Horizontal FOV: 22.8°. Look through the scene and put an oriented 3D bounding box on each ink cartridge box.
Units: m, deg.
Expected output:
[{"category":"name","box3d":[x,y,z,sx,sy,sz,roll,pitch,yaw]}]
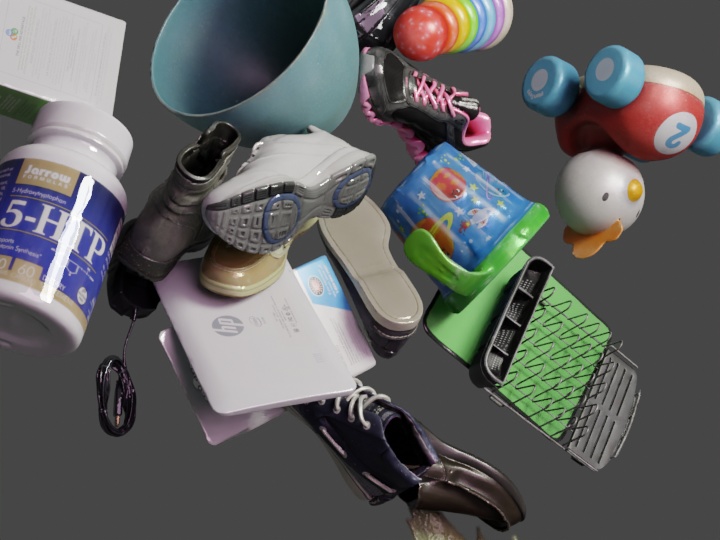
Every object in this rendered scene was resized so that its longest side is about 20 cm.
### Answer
[{"category":"ink cartridge box","box3d":[-0.315,-0.198,1.595,0.199,0.059,0.105,17,65,-26]},{"category":"ink cartridge box","box3d":[-0.097,0.079,1.630,0.199,0.068,0.116,-24,88,-37]}]

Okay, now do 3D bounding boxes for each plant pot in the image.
[{"category":"plant pot","box3d":[-0.079,-0.191,1.681,0.135,0.199,0.201,44,51,-44]}]

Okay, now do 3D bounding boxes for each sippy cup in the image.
[{"category":"sippy cup","box3d":[0.095,-0.050,1.760,0.130,0.178,0.140,44,85,2]}]

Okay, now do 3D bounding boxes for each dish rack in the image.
[{"category":"dish rack","box3d":[0.208,0.102,1.816,0.200,0.054,0.154,38,58,-16]}]

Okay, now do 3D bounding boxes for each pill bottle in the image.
[{"category":"pill bottle","box3d":[-0.267,-0.039,1.534,0.119,0.120,0.201,27,61,-22]}]

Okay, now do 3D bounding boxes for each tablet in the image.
[{"category":"tablet","box3d":[-0.096,0.050,1.557,0.129,0.014,0.200,-8,40,-21]}]

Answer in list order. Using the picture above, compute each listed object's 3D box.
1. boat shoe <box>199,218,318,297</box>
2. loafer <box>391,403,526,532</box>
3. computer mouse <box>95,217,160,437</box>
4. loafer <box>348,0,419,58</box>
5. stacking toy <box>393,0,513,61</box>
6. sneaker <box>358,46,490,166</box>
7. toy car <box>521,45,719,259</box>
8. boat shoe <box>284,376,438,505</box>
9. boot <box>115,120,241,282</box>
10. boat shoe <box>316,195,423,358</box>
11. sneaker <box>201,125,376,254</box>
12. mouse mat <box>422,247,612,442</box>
[{"category":"boat shoe","box3d":[-0.088,-0.047,1.621,0.073,0.063,0.200,18,37,11]},{"category":"loafer","box3d":[0.067,0.200,1.698,0.199,0.073,0.072,33,69,-13]},{"category":"computer mouse","box3d":[-0.211,0.049,1.597,0.058,0.034,0.201,27,64,-45]},{"category":"loafer","box3d":[0.035,-0.306,1.848,0.070,0.068,0.201,41,60,-24]},{"category":"stacking toy","box3d":[0.085,-0.252,1.806,0.086,0.085,0.200,60,27,0]},{"category":"sneaker","box3d":[0.067,-0.166,1.758,0.200,0.095,0.080,36,54,-55]},{"category":"toy car","box3d":[0.270,-0.106,1.879,0.184,0.176,0.201,20,76,-38]},{"category":"boat shoe","box3d":[-0.010,0.115,1.576,0.200,0.093,0.075,51,56,-10]},{"category":"boot","box3d":[-0.139,-0.078,1.581,0.068,0.131,0.200,34,26,-3]},{"category":"boat shoe","box3d":[0.000,0.000,1.705,0.072,0.063,0.201,-5,45,-23]},{"category":"sneaker","box3d":[-0.074,-0.075,1.565,0.087,0.075,0.200,36,33,24]},{"category":"mouse mat","box3d":[0.164,0.060,1.840,0.200,0.008,0.161,40,57,-13]}]
